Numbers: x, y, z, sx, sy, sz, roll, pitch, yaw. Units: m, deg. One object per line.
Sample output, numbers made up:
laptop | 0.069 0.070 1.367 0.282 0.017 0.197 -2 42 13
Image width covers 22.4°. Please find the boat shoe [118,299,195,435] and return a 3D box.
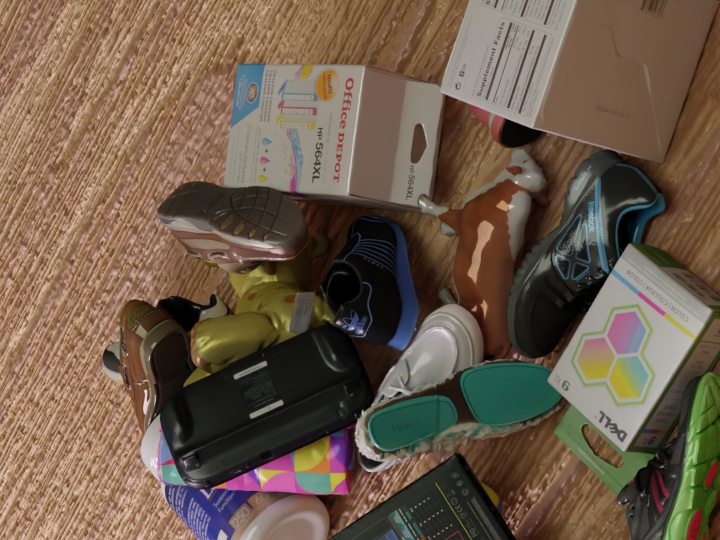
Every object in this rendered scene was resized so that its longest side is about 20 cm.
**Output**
boat shoe | -0.211 0.104 1.881 0.068 0.072 0.201 40 146 27

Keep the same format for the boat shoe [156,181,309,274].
boat shoe | -0.115 -0.036 1.768 0.199 0.076 0.072 17 140 48

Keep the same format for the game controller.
game controller | -0.089 0.126 1.709 0.199 0.042 0.105 -24 56 -2

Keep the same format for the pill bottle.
pill bottle | -0.132 0.223 1.845 0.200 0.115 0.116 40 111 37

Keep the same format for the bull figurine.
bull figurine | 0.111 -0.017 1.692 0.121 0.065 0.202 6 88 45

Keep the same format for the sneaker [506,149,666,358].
sneaker | 0.196 -0.004 1.608 0.082 0.073 0.201 36 109 37

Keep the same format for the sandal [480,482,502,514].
sandal | 0.058 0.268 1.708 0.200 0.080 0.087 -35 96 27

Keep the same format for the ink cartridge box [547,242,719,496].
ink cartridge box | 0.232 0.089 1.572 0.104 0.059 0.201 43 113 36

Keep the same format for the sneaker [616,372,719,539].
sneaker | 0.258 0.179 1.527 0.083 0.077 0.201 20 97 37

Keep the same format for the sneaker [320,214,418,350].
sneaker | 0.000 0.000 1.732 0.070 0.077 0.200 -64 22 24

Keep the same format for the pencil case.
pencil case | -0.097 0.168 1.754 0.198 0.088 0.089 0 83 5

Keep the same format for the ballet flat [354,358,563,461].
ballet flat | 0.083 0.128 1.643 0.072 0.199 0.072 169 90 -73

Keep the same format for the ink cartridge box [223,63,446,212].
ink cartridge box | -0.017 -0.131 1.779 0.199 0.125 0.130 5 88 43

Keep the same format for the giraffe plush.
giraffe plush | -0.093 0.038 1.824 0.201 0.171 0.163 -58 30 34

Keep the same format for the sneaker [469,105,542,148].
sneaker | 0.156 -0.217 1.671 0.087 0.073 0.201 43 111 40

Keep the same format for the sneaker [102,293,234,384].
sneaker | -0.204 0.066 1.937 0.199 0.076 0.088 -11 122 33

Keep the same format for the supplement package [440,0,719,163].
supplement package | 0.189 -0.194 1.551 0.111 0.199 0.157 26 101 40

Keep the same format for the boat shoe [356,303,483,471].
boat shoe | 0.048 0.114 1.690 0.072 0.068 0.200 45 133 11

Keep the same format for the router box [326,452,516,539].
router box | 0.079 0.285 1.609 0.149 0.062 0.201 -33 81 5
